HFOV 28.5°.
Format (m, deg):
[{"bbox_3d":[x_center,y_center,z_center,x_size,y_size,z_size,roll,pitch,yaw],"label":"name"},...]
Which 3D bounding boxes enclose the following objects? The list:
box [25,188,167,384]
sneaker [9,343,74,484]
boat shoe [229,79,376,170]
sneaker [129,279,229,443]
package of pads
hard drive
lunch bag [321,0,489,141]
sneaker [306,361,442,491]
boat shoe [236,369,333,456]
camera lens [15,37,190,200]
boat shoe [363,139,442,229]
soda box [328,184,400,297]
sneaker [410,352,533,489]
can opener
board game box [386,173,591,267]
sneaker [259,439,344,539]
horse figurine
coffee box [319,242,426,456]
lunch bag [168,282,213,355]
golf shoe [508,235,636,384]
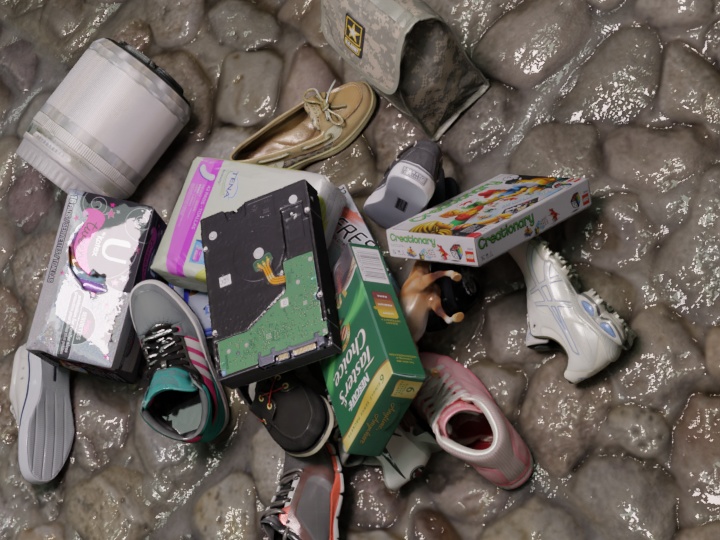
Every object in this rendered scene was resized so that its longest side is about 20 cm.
[{"bbox_3d":[-0.312,0.022,1.721,0.114,0.132,0.202,11,78,6],"label":"box"},{"bbox_3d":[-0.403,0.176,1.771,0.070,0.073,0.202,-26,51,37],"label":"sneaker"},{"bbox_3d":[-0.070,-0.173,1.763,0.199,0.063,0.074,-37,55,6],"label":"boat shoe"},{"bbox_3d":[-0.219,0.111,1.610,0.083,0.121,0.201,-25,95,9],"label":"sneaker"},{"bbox_3d":[-0.127,-0.046,1.638,0.198,0.068,0.156,11,71,28],"label":"package of pads"},{"bbox_3d":[-0.099,0.014,1.531,0.139,0.038,0.202,-21,60,18],"label":"hard drive"},{"bbox_3d":[0.040,-0.271,1.671,0.118,0.200,0.164,-44,55,0],"label":"lunch bag"},{"bbox_3d":[-0.008,0.164,1.560,0.089,0.074,0.200,-49,54,-4],"label":"sneaker"},{"bbox_3d":[-0.091,0.144,1.572,0.074,0.063,0.201,-50,30,1],"label":"boat shoe"},{"bbox_3d":[-0.331,-0.188,1.845,0.160,0.160,0.201,34,84,35],"label":"camera lens"},{"bbox_3d":[0.053,-0.097,1.598,0.070,0.200,0.067,28,74,2],"label":"boat shoe"},{"bbox_3d":[0.000,0.000,1.636,0.063,0.069,0.201,-29,57,2],"label":"soda box"},{"bbox_3d":[0.098,0.142,1.499,0.075,0.105,0.200,-45,53,2],"label":"sneaker"},{"bbox_3d":[0.093,-0.031,1.610,0.078,0.063,0.202,-12,62,22],"label":"can opener"},{"bbox_3d":[0.140,-0.057,1.524,0.126,0.035,0.199,6,25,45],"label":"board game box"},{"bbox_3d":[-0.068,0.255,1.528,0.077,0.081,0.202,-42,47,44],"label":"sneaker"},{"bbox_3d":[0.057,0.064,1.503,0.132,0.050,0.202,28,97,65],"label":"horse figurine"},{"bbox_3d":[0.003,0.080,1.484,0.123,0.044,0.201,-60,33,35],"label":"coffee box"},{"bbox_3d":[-0.165,0.005,1.721,0.159,0.076,0.202,-13,60,24],"label":"lunch bag"},{"bbox_3d":[0.199,0.034,1.519,0.097,0.078,0.200,-45,53,9],"label":"golf shoe"}]
